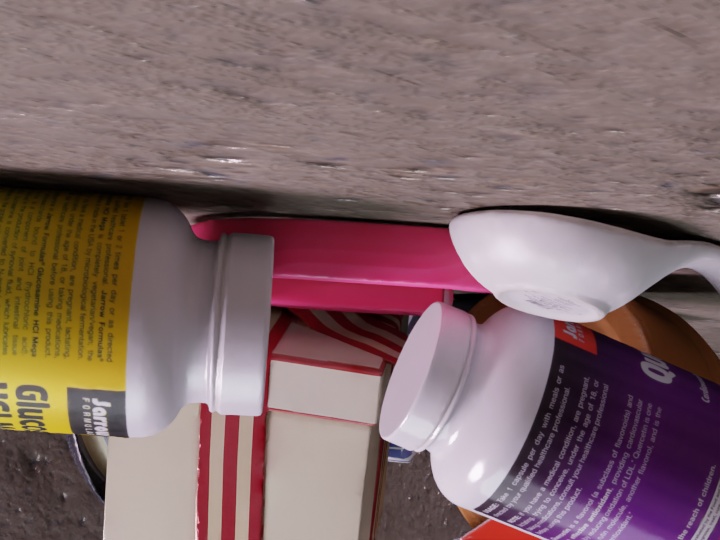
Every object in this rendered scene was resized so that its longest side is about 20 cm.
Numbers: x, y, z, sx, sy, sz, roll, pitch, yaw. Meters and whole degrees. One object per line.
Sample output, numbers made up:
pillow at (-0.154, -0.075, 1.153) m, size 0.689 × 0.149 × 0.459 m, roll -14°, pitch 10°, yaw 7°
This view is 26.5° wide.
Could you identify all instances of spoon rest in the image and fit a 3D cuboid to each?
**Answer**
spoon rest at (0.130, 0.004, 0.738) m, size 0.199 × 0.061 × 0.099 m, roll 23°, pitch 164°, yaw -31°

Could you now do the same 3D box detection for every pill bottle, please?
pill bottle at (-0.141, 0.019, 0.710) m, size 0.199 × 0.113 × 0.112 m, roll 4°, pitch 175°, yaw -3°
pill bottle at (0.116, 0.089, 0.802) m, size 0.199 × 0.113 × 0.112 m, roll 23°, pitch 171°, yaw -10°

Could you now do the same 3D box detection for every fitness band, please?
fitness band at (0.000, 0.000, 0.819) m, size 0.199 × 0.038 × 0.144 m, roll 3°, pitch 175°, yaw 0°

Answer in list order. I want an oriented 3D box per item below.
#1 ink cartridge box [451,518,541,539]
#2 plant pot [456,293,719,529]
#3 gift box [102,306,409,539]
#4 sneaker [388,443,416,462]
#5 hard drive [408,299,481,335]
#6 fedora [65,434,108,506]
ink cartridge box at (0.145, 0.202, 0.928) m, size 0.199 × 0.044 × 0.174 m, roll 16°, pitch 154°, yaw -13°
plant pot at (0.134, 0.090, 0.968) m, size 0.199 × 0.201 × 0.140 m, roll 2°, pitch 158°, yaw 22°
gift box at (-0.056, 0.093, 0.937) m, size 0.183 × 0.188 × 0.200 m, roll 6°, pitch -165°, yaw 1°
sneaker at (-0.043, 0.061, 1.065) m, size 0.199 × 0.081 × 0.115 m, roll 31°, pitch -178°, yaw 31°
hard drive at (0.143, 0.050, 1.215) m, size 0.199 × 0.043 × 0.135 m, roll 9°, pitch 173°, yaw -43°
fedora at (-0.145, 0.084, 1.108) m, size 0.091 × 0.202 × 0.201 m, roll -8°, pitch 173°, yaw 10°
